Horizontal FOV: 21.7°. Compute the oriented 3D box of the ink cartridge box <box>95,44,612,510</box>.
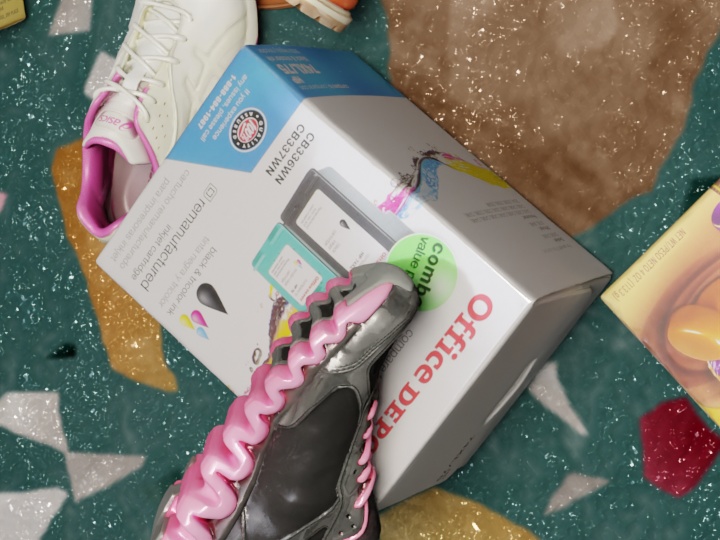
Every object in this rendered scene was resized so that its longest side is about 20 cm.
[{"bbox_3d":[0.000,0.000,0.992,0.200,0.146,0.147,41,108,15],"label":"ink cartridge box"}]

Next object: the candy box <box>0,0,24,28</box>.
[{"bbox_3d":[-0.273,-0.242,1.108,0.116,0.056,0.201,4,111,23],"label":"candy box"}]

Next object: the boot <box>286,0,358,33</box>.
[{"bbox_3d":[-0.044,-0.228,1.021,0.107,0.075,0.200,-37,78,16],"label":"boot"}]

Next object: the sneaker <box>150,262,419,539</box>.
[{"bbox_3d":[-0.020,0.087,0.900,0.095,0.079,0.200,33,110,-6],"label":"sneaker"}]

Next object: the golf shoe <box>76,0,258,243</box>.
[{"bbox_3d":[-0.111,-0.104,1.058,0.075,0.091,0.201,15,103,24],"label":"golf shoe"}]

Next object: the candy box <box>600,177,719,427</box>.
[{"bbox_3d":[0.233,-0.015,0.941,0.200,0.056,0.117,-46,76,20],"label":"candy box"}]

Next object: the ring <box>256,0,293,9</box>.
[{"bbox_3d":[-0.054,-0.250,1.071,0.199,0.019,0.202,1,94,24],"label":"ring"}]
